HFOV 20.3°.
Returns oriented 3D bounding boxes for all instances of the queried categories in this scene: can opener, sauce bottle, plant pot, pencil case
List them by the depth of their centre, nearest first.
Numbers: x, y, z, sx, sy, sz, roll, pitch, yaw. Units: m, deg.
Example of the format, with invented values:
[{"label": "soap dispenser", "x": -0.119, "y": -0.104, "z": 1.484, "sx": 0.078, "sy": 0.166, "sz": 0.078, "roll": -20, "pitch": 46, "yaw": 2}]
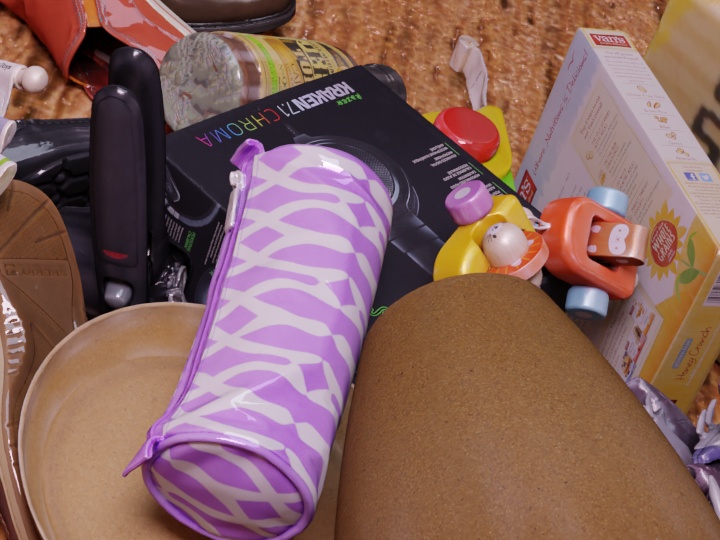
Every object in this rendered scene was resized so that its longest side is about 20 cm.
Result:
[{"label": "plant pot", "x": 0.063, "y": 0.105, "z": 0.849, "sx": 0.184, "sy": 0.187, "sz": 0.201, "roll": 4, "pitch": 48, "yaw": -21}, {"label": "pencil case", "x": -0.041, "y": 0.027, "z": 0.914, "sx": 0.085, "sy": 0.084, "sz": 0.201, "roll": 34, "pitch": 43, "yaw": -21}, {"label": "plant pot", "x": -0.065, "y": 0.102, "z": 0.919, "sx": 0.198, "sy": 0.028, "sz": 0.201, "roll": 17, "pitch": 45, "yaw": -18}, {"label": "can opener", "x": -0.115, "y": -0.024, "z": 0.980, "sx": 0.078, "sy": 0.201, "sz": 0.064, "roll": 6, "pitch": 54, "yaw": -4}, {"label": "sauce bottle", "x": -0.039, "y": -0.107, "z": 1.191, "sx": 0.065, "sy": 0.065, "sz": 0.199, "roll": 39, "pitch": 23, "yaw": 23}]

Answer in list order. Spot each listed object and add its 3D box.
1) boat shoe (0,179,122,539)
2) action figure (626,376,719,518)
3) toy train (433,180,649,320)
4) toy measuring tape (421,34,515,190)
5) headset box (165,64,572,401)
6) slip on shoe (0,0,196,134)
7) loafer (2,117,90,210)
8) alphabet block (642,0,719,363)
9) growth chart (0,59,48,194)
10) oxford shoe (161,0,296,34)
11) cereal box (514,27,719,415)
[{"label": "boat shoe", "x": -0.164, "y": 0.058, "z": 0.959, "sx": 0.072, "sy": 0.072, "sz": 0.202, "roll": 3, "pitch": 60, "yaw": -43}, {"label": "action figure", "x": 0.141, "y": 0.126, "z": 0.979, "sx": 0.070, "sy": 0.129, "sz": 0.200, "roll": 61, "pitch": 34, "yaw": -16}, {"label": "toy train", "x": 0.095, "y": 0.035, "z": 1.010, "sx": 0.150, "sy": 0.055, "sz": 0.202, "roll": 32, "pitch": 65, "yaw": -39}, {"label": "toy measuring tape", "x": 0.051, "y": -0.087, "z": 1.240, "sx": 0.073, "sy": 0.074, "sz": 0.201, "roll": 10, "pitch": 38, "yaw": -14}, {"label": "headset box", "x": 0.000, "y": 0.000, "z": 1.087, "sx": 0.200, "sy": 0.093, "sz": 0.173, "roll": 42, "pitch": 42, "yaw": 24}, {"label": "slip on shoe", "x": -0.164, "y": -0.146, "z": 1.210, "sx": 0.199, "sy": 0.074, "sz": 0.061, "roll": 38, "pitch": 43, "yaw": 14}, {"label": "loafer", "x": -0.203, "y": -0.057, "z": 1.078, "sx": 0.199, "sy": 0.068, "sz": 0.071, "roll": -15, "pitch": 58, "yaw": -34}, {"label": "alphabet block", "x": 0.283, "y": -0.059, "z": 1.211, "sx": 0.194, "sy": 0.198, "sz": 0.200, "roll": -13, "pitch": 48, "yaw": -39}, {"label": "growth chart", "x": -0.226, "y": -0.028, "z": 0.966, "sx": 0.144, "sy": 0.018, "sz": 0.201, "roll": 10, "pitch": 63, "yaw": 36}, {"label": "oxford shoe", "x": -0.131, "y": -0.202, "z": 1.282, "sx": 0.198, "sy": 0.085, "sz": 0.073, "roll": 12, "pitch": 36, "yaw": -14}, {"label": "cereal box", "x": 0.150, "y": -0.022, "z": 1.144, "sx": 0.039, "sy": 0.145, "sz": 0.201, "roll": 1, "pitch": 42, "yaw": -24}]
